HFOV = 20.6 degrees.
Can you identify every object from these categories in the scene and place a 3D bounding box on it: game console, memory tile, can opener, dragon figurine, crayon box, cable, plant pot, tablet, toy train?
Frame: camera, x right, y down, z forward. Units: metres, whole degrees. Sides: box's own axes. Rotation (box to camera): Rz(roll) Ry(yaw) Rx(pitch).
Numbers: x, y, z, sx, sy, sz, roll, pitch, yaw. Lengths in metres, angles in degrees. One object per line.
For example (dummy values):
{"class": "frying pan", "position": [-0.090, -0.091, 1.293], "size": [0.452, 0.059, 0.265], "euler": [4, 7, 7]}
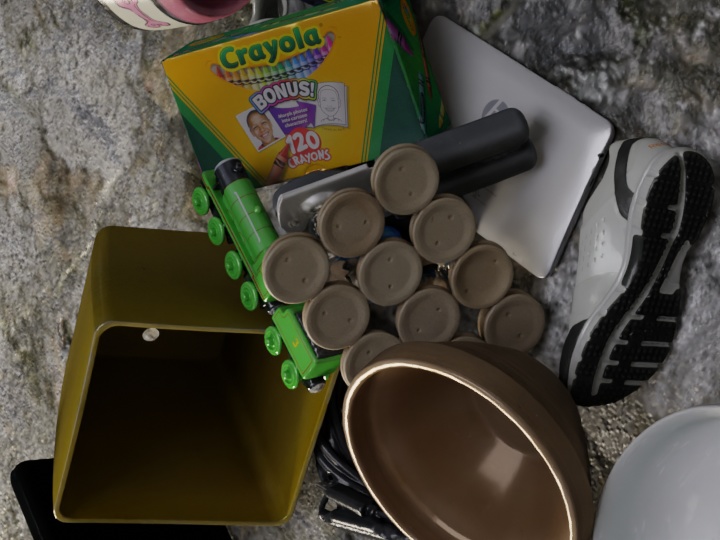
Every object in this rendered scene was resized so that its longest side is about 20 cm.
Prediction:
{"class": "game console", "position": [-0.211, 0.257, 1.664], "size": [0.116, 0.199, 0.177], "euler": [-44, 61, 32]}
{"class": "memory tile", "position": [0.034, 0.017, 1.431], "size": [0.153, 0.200, 0.017], "euler": [-40, 27, -2]}
{"class": "can opener", "position": [0.029, -0.076, 1.468], "size": [0.199, 0.054, 0.067], "euler": [-20, 43, 2]}
{"class": "dragon figurine", "position": [0.000, 0.000, 1.511], "size": [0.199, 0.099, 0.059], "euler": [6, 107, 51]}
{"class": "crayon box", "position": [-0.043, -0.138, 1.533], "size": [0.199, 0.058, 0.119], "euler": [-12, 106, 27]}
{"class": "cable", "position": [0.040, 0.135, 1.543], "size": [0.199, 0.051, 0.164], "euler": [7, 89, 45]}
{"class": "plant pot", "position": [-0.146, 0.071, 1.600], "size": [0.177, 0.199, 0.201], "euler": [-112, 33, -50]}
{"class": "tablet", "position": [0.099, -0.097, 1.507], "size": [0.200, 0.014, 0.131], "euler": [38, 114, 36]}
{"class": "plant pot", "position": [0.092, 0.121, 1.397], "size": [0.200, 0.093, 0.202], "euler": [28, 139, 27]}
{"class": "toy train", "position": [-0.070, 0.000, 1.485], "size": [0.201, 0.042, 0.056], "euler": [62, 143, 22]}

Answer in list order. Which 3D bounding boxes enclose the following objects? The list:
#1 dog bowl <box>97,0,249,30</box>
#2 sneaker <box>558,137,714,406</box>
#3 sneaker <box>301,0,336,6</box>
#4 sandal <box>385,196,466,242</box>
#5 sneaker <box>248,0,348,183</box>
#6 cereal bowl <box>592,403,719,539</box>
{"class": "dog bowl", "position": [-0.141, -0.292, 1.614], "size": [0.073, 0.200, 0.202], "euler": [12, 98, 33]}
{"class": "sneaker", "position": [0.186, 0.000, 1.398], "size": [0.080, 0.073, 0.201], "euler": [38, 112, 54]}
{"class": "sneaker", "position": [-0.049, -0.264, 1.552], "size": [0.074, 0.199, 0.083], "euler": [154, 139, -75]}
{"class": "sandal", "position": [0.003, -0.021, 1.567], "size": [0.200, 0.043, 0.077], "euler": [-28, 74, 44]}
{"class": "sneaker", "position": [-0.058, -0.153, 1.610], "size": [0.076, 0.080, 0.202], "euler": [-11, 83, 41]}
{"class": "cereal bowl", "position": [0.256, 0.187, 1.308], "size": [0.199, 0.083, 0.202], "euler": [-1, 89, 44]}
